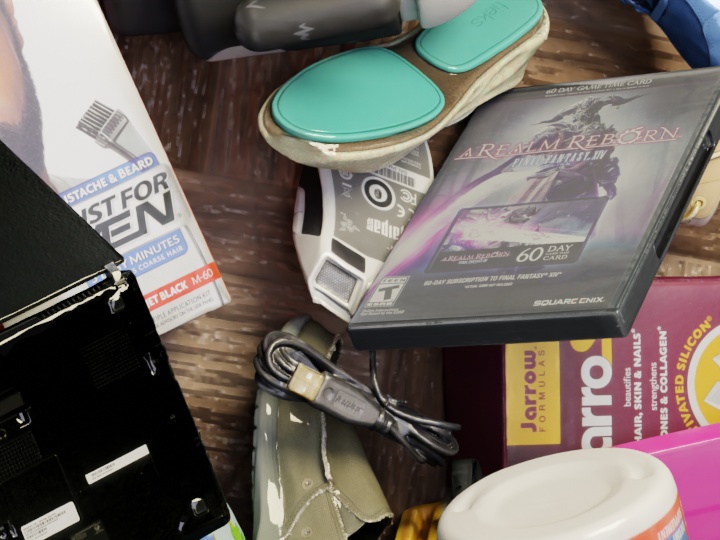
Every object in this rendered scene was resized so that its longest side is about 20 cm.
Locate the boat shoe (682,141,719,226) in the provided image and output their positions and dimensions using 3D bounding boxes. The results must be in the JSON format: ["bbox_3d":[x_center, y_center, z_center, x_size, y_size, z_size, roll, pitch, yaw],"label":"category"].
[{"bbox_3d":[0.168,-0.056,1.419,0.200,0.074,0.069,-26,92,-18],"label":"boat shoe"}]

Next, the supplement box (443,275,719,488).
[{"bbox_3d":[0.149,0.058,1.405,0.200,0.086,0.111,-1,90,-19],"label":"supplement box"}]

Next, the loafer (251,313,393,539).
[{"bbox_3d":[-0.018,0.117,1.326,0.070,0.075,0.200,2,67,1],"label":"loafer"}]

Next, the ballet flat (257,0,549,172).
[{"bbox_3d":[0.024,-0.083,1.347,0.067,0.062,0.200,41,47,23],"label":"ballet flat"}]

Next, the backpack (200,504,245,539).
[{"bbox_3d":[-0.153,0.144,1.273,0.200,0.163,0.154,-43,111,-21],"label":"backpack"}]

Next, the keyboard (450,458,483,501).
[{"bbox_3d":[0.081,0.173,1.345,0.040,0.104,0.200,-9,129,7],"label":"keyboard"}]

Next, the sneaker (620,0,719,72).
[{"bbox_3d":[0.116,-0.163,1.383,0.111,0.077,0.200,-25,79,-20],"label":"sneaker"}]

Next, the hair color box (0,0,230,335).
[{"bbox_3d":[-0.156,-0.052,1.312,0.111,0.064,0.200,-27,97,-17],"label":"hair color box"}]

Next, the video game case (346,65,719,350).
[{"bbox_3d":[0.093,-0.032,1.316,0.200,0.143,0.019,-60,136,-44],"label":"video game case"}]

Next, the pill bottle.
[{"bbox_3d":[0.110,0.192,1.231,0.112,0.112,0.200,-21,107,-18],"label":"pill bottle"}]

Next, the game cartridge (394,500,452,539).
[{"bbox_3d":[0.051,0.223,1.326,0.032,0.176,0.200,-11,93,4],"label":"game cartridge"}]

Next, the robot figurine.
[{"bbox_3d":[-0.030,-0.170,1.309,0.200,0.125,0.151,-8,81,3],"label":"robot figurine"}]

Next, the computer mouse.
[{"bbox_3d":[0.000,0.000,1.346,0.110,0.044,0.200,20,50,-22],"label":"computer mouse"}]

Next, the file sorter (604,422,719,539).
[{"bbox_3d":[0.198,0.191,1.350,0.139,0.125,0.200,-12,123,-13],"label":"file sorter"}]

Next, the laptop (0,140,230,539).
[{"bbox_3d":[-0.184,0.059,1.208,0.177,0.103,0.200,-28,103,-27],"label":"laptop"}]
